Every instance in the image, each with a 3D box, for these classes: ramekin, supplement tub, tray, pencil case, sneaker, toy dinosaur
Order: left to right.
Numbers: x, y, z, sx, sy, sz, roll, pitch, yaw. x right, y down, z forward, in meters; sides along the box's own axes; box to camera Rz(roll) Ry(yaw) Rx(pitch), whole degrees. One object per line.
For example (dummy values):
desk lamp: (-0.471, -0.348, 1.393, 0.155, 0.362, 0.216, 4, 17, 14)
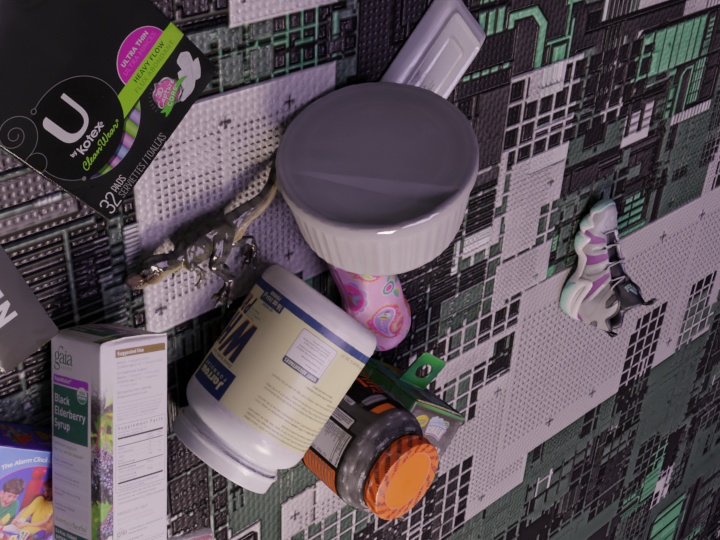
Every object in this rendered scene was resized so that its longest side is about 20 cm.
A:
toy dinosaur: (-0.134, -0.024, 0.980, 0.200, 0.047, 0.089, -41, 133, -24)
supplement tub: (-0.091, 0.113, 1.039, 0.201, 0.144, 0.145, -55, 142, -2)
supplement tub: (-0.013, 0.183, 1.126, 0.122, 0.199, 0.124, -27, 134, -32)
pencil case: (0.000, 0.000, 1.106, 0.087, 0.087, 0.201, -40, 139, -20)
ramekin: (0.018, -0.085, 0.986, 0.201, 0.202, 0.095, -36, 147, -24)
tray: (0.068, -0.202, 1.092, 0.201, 0.022, 0.107, -56, 141, -2)
sneaker: (0.383, 0.004, 1.479, 0.077, 0.139, 0.203, -21, 130, -36)

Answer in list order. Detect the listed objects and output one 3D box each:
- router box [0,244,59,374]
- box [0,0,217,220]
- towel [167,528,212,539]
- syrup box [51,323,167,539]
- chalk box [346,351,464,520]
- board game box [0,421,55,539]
router box: (-0.305, -0.041, 0.690, 0.052, 0.157, 0.201, -39, 139, -20)
box: (-0.232, -0.160, 0.712, 0.149, 0.124, 0.200, -55, 141, -5)
towel: (-0.259, 0.334, 1.047, 0.145, 0.030, 0.201, 0, 138, -46)
syrup box: (-0.231, 0.155, 0.914, 0.081, 0.078, 0.204, -7, 101, -51)
chalk box: (0.035, 0.188, 1.247, 0.124, 0.123, 0.202, 28, 93, -51)
board game box: (-0.305, 0.224, 0.964, 0.199, 0.045, 0.136, 23, 98, -52)
